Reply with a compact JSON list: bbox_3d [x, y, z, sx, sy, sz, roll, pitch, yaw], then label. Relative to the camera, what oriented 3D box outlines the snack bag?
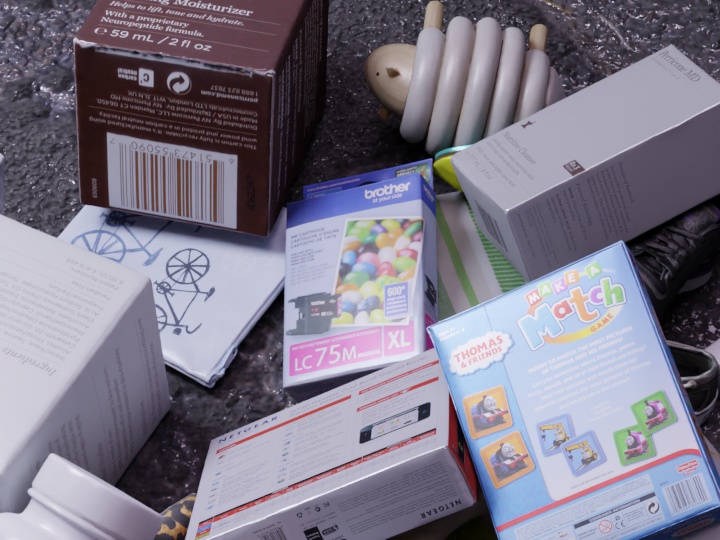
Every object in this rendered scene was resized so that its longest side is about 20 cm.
[{"bbox_3d":[-0.148,-0.008,1.806,0.200,0.021,0.189,24,56,21],"label":"snack bag"}]

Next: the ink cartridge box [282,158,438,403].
[{"bbox_3d":[0.000,0.000,1.739,0.119,0.042,0.200,-12,56,20],"label":"ink cartridge box"}]

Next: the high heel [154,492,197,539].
[{"bbox_3d":[-0.122,0.261,1.545,0.142,0.071,0.200,22,71,27],"label":"high heel"}]

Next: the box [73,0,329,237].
[{"bbox_3d":[-0.126,-0.159,1.811,0.165,0.165,0.200,9,40,8],"label":"box"}]

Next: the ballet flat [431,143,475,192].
[{"bbox_3d":[0.159,-0.071,1.788,0.199,0.067,0.067,-4,74,-7],"label":"ballet flat"}]

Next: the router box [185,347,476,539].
[{"bbox_3d":[-0.017,0.140,1.566,0.200,0.049,0.180,-23,18,12],"label":"router box"}]

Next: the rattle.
[{"bbox_3d":[0.010,0.176,1.558,0.200,0.130,0.143,-20,68,-33],"label":"rattle"}]

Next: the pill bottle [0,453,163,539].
[{"bbox_3d":[-0.220,0.230,1.490,0.120,0.120,0.200,27,83,22],"label":"pill bottle"}]

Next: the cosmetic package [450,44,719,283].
[{"bbox_3d":[0.186,-0.081,1.702,0.200,0.081,0.113,-29,33,-8],"label":"cosmetic package"}]

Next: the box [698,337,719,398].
[{"bbox_3d":[0.382,0.092,1.689,0.156,0.041,0.200,-34,56,-22],"label":"box"}]

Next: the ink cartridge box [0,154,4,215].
[{"bbox_3d":[-0.345,0.019,1.699,0.045,0.176,0.200,29,57,8],"label":"ink cartridge box"}]

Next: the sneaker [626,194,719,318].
[{"bbox_3d":[0.231,-0.019,1.704,0.076,0.088,0.200,41,35,11],"label":"sneaker"}]

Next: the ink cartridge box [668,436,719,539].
[{"bbox_3d":[0.207,0.154,1.560,0.086,0.148,0.200,-47,59,12],"label":"ink cartridge box"}]

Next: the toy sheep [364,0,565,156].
[{"bbox_3d":[0.101,-0.148,1.844,0.199,0.138,0.138,9,51,2],"label":"toy sheep"}]

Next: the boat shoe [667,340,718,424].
[{"bbox_3d":[0.174,0.070,1.700,0.199,0.064,0.071,6,51,8],"label":"boat shoe"}]

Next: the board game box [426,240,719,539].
[{"bbox_3d":[0.145,0.099,1.497,0.151,0.037,0.200,-24,64,13],"label":"board game box"}]

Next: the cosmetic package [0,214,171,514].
[{"bbox_3d":[-0.263,0.094,1.631,0.166,0.168,0.200,22,54,18],"label":"cosmetic package"}]

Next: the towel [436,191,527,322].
[{"bbox_3d":[0.125,-0.012,1.783,0.199,0.023,0.153,-9,47,-10],"label":"towel"}]
